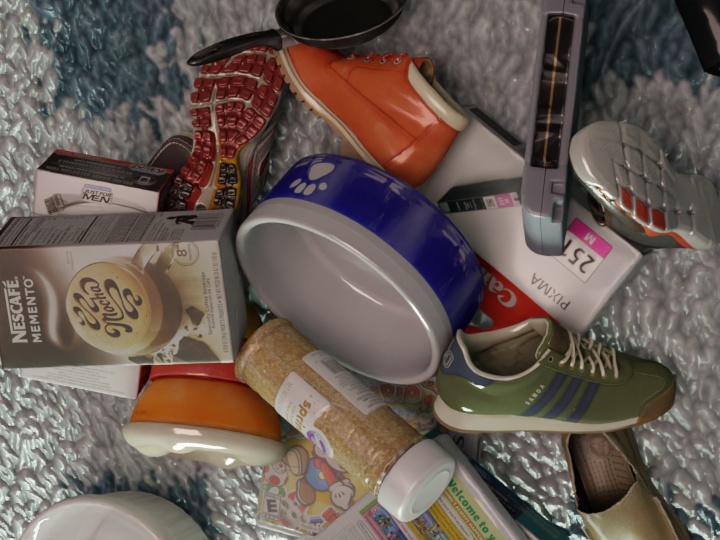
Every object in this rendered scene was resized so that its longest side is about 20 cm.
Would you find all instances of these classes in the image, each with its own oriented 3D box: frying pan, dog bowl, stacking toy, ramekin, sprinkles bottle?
[{"bbox_3d":[-0.038,-0.198,1.511,0.115,0.190,0.031,22,141,37],"label":"frying pan"},{"bbox_3d":[0.000,0.000,1.510,0.200,0.079,0.200,29,153,17],"label":"dog bowl"},{"bbox_3d":[-0.126,0.070,1.620,0.146,0.146,0.200,3,78,23],"label":"stacking toy"},{"bbox_3d":[-0.221,0.298,1.711,0.202,0.094,0.202,4,101,23],"label":"ramekin"},{"bbox_3d":[-0.014,0.122,1.518,0.200,0.068,0.068,39,112,24],"label":"sprinkles bottle"}]

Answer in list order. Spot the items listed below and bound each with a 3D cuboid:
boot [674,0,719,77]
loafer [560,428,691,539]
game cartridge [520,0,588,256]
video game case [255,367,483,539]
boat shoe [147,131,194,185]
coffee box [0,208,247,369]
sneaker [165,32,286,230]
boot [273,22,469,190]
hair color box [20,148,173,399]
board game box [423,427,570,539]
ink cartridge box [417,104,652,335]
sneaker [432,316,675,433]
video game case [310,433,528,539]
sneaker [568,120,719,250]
[{"bbox_3d":[0.242,-0.226,1.384,0.200,0.076,0.168,-20,88,-18],"label":"boot"},{"bbox_3d":[0.214,0.200,1.515,0.076,0.067,0.200,-29,87,25],"label":"loafer"},{"bbox_3d":[0.153,-0.119,1.432,0.040,0.133,0.200,5,75,12],"label":"game cartridge"},{"bbox_3d":[0.008,0.166,1.626,0.200,0.023,0.182,13,104,22],"label":"video game case"},{"bbox_3d":[-0.195,-0.033,1.658,0.072,0.065,0.200,36,111,15],"label":"boat shoe"},{"bbox_3d":[-0.203,0.016,1.534,0.200,0.080,0.113,-3,112,8],"label":"coffee box"},{"bbox_3d":[-0.114,-0.114,1.606,0.078,0.082,0.200,21,90,14],"label":"sneaker"},{"bbox_3d":[0.009,-0.156,1.533,0.107,0.075,0.200,-48,64,18],"label":"boot"},{"bbox_3d":[-0.232,0.004,1.610,0.111,0.064,0.200,11,114,4],"label":"hair color box"},{"bbox_3d":[0.062,0.262,1.582,0.151,0.047,0.200,38,111,13],"label":"board game box"},{"bbox_3d":[0.115,-0.013,1.538,0.200,0.044,0.174,40,111,13],"label":"ink cartridge box"},{"bbox_3d":[0.159,0.079,1.468,0.200,0.067,0.090,-3,128,-5],"label":"sneaker"},{"bbox_3d":[0.067,0.268,1.543,0.182,0.022,0.200,-42,80,24],"label":"video game case"},{"bbox_3d":[0.205,-0.053,1.416,0.082,0.200,0.077,-12,65,36],"label":"sneaker"}]
